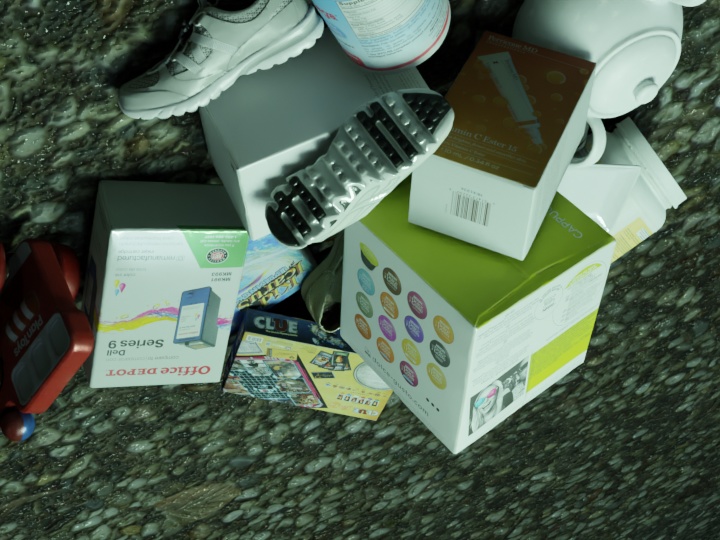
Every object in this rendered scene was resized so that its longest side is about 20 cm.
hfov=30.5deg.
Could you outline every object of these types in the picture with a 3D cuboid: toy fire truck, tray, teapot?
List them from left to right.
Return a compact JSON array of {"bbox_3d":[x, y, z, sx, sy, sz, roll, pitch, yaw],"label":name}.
[{"bbox_3d":[-0.341,0.070,1.290,0.111,0.169,0.200,8,134,-46],"label":"toy fire truck"},{"bbox_3d":[0.212,-0.088,1.500,0.197,0.022,0.108,1,138,-17],"label":"tray"},{"bbox_3d":[0.261,-0.228,1.382,0.196,0.147,0.200,-31,151,4],"label":"teapot"}]

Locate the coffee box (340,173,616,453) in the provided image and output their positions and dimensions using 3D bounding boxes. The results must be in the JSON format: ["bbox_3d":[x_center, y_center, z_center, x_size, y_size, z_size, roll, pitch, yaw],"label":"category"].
[{"bbox_3d":[0.115,0.019,1.370,0.199,0.200,0.199,-29,145,-27],"label":"coffee box"}]

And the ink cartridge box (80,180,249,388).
[{"bbox_3d":[-0.203,0.016,1.345,0.143,0.088,0.202,0,128,-23],"label":"ink cartridge box"}]

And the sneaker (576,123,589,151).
[{"bbox_3d":[0.186,-0.119,1.552,0.198,0.075,0.089,-30,148,1],"label":"sneaker"}]

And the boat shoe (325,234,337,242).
[{"bbox_3d":[0.018,-0.094,1.454,0.200,0.067,0.074,-44,147,23],"label":"boat shoe"}]

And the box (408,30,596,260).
[{"bbox_3d":[0.140,-0.126,1.297,0.098,0.123,0.201,93,21,-47],"label":"box"}]

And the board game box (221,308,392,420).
[{"bbox_3d":[-0.055,0.114,1.570,0.197,0.035,0.136,12,141,-12],"label":"board game box"}]

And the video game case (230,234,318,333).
[{"bbox_3d":[-0.163,0.009,1.477,0.199,0.046,0.181,-33,151,5],"label":"video game case"}]

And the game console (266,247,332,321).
[{"bbox_3d":[-0.022,0.032,1.659,0.198,0.118,0.176,-26,180,-5],"label":"game console"}]

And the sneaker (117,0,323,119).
[{"bbox_3d":[-0.135,-0.204,1.178,0.198,0.075,0.083,-27,115,7],"label":"sneaker"}]

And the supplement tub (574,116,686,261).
[{"bbox_3d":[0.284,-0.080,1.627,0.199,0.146,0.145,-36,149,12],"label":"supplement tub"}]

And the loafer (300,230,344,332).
[{"bbox_3d":[0.000,0.000,1.471,0.075,0.068,0.200,0,147,-29],"label":"loafer"}]

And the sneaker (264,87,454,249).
[{"bbox_3d":[0.004,-0.093,1.211,0.199,0.076,0.081,-36,162,14],"label":"sneaker"}]

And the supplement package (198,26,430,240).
[{"bbox_3d":[-0.044,-0.142,1.274,0.198,0.121,0.122,-23,151,-11],"label":"supplement package"}]

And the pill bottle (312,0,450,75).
[{"bbox_3d":[0.002,-0.264,1.143,0.108,0.109,0.200,-32,150,5],"label":"pill bottle"}]
